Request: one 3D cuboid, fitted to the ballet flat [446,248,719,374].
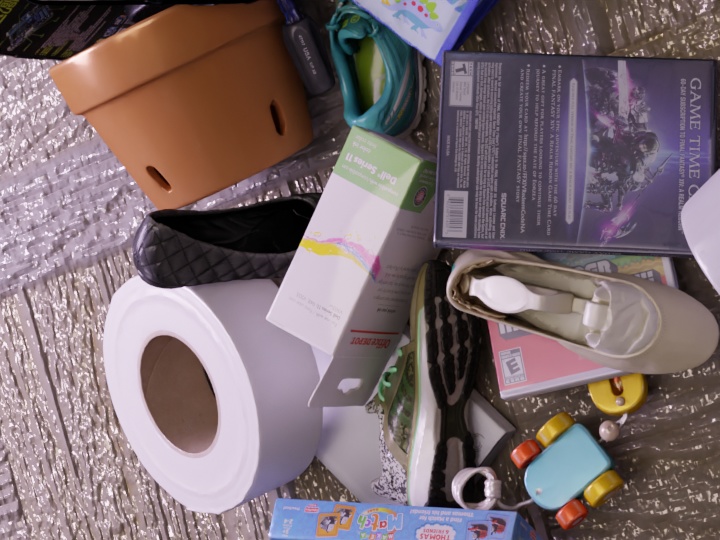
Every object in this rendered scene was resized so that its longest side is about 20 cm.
[{"bbox_3d":[0.151,0.028,1.296,0.198,0.069,0.070,14,100,22],"label":"ballet flat"}]

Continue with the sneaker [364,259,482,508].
[{"bbox_3d":[0.037,0.092,1.403,0.088,0.077,0.202,4,92,36],"label":"sneaker"}]

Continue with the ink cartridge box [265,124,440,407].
[{"bbox_3d":[0.000,0.000,1.394,0.067,0.117,0.202,28,98,23],"label":"ink cartridge box"}]

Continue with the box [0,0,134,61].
[{"bbox_3d":[-0.218,-0.250,1.476,0.200,0.192,0.048,-45,69,24],"label":"box"}]

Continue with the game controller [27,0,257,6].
[{"bbox_3d":[-0.156,-0.244,1.334,0.198,0.042,0.106,0,95,6],"label":"game controller"}]

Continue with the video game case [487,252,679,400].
[{"bbox_3d":[0.154,-0.018,1.350,0.142,0.017,0.202,-14,75,17],"label":"video game case"}]

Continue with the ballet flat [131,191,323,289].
[{"bbox_3d":[-0.082,-0.029,1.422,0.067,0.198,0.057,55,143,32],"label":"ballet flat"}]

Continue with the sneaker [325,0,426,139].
[{"bbox_3d":[0.010,-0.199,1.419,0.077,0.079,0.202,-7,88,28],"label":"sneaker"}]

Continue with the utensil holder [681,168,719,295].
[{"bbox_3d":[0.334,-0.050,1.205,0.200,0.169,0.170,-45,73,26],"label":"utensil holder"}]

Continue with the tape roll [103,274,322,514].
[{"bbox_3d":[-0.120,0.090,1.476,0.201,0.070,0.205,22,121,41],"label":"tape roll"}]

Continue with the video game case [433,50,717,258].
[{"bbox_3d":[0.154,-0.084,1.319,0.198,0.019,0.145,3,79,4],"label":"video game case"}]

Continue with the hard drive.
[{"bbox_3d":[0.013,0.109,1.469,0.200,0.027,0.132,43,112,19],"label":"hard drive"}]

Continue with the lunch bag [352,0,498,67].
[{"bbox_3d":[0.053,-0.277,1.351,0.169,0.127,0.201,37,101,7],"label":"lunch bag"}]

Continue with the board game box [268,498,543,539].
[{"bbox_3d":[0.052,0.218,1.387,0.198,0.151,0.037,-2,61,29],"label":"board game box"}]

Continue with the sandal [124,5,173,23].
[{"bbox_3d":[-0.117,-0.259,1.490,0.199,0.075,0.046,-22,84,31],"label":"sandal"}]

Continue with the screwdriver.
[{"bbox_3d":[-0.066,-0.223,1.375,0.029,0.028,0.201,-13,112,35],"label":"screwdriver"}]

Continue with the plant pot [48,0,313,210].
[{"bbox_3d":[-0.127,-0.137,1.447,0.199,0.200,0.141,-20,100,28],"label":"plant pot"}]

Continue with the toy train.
[{"bbox_3d":[0.142,0.090,1.371,0.149,0.056,0.202,9,83,21],"label":"toy train"}]
